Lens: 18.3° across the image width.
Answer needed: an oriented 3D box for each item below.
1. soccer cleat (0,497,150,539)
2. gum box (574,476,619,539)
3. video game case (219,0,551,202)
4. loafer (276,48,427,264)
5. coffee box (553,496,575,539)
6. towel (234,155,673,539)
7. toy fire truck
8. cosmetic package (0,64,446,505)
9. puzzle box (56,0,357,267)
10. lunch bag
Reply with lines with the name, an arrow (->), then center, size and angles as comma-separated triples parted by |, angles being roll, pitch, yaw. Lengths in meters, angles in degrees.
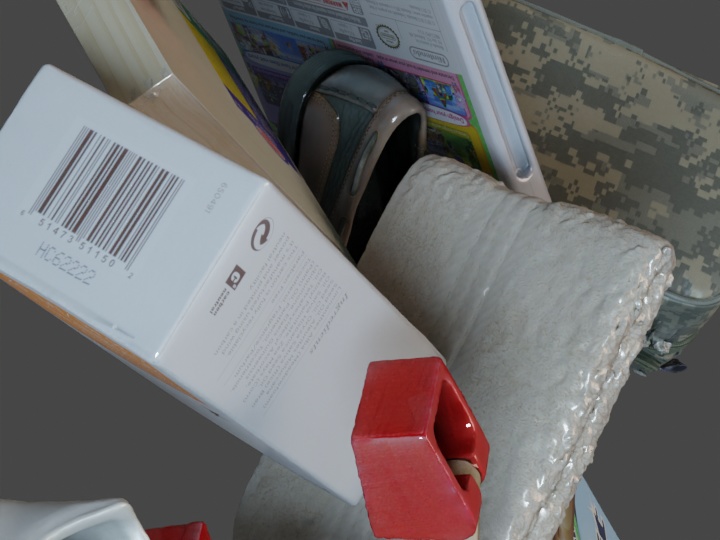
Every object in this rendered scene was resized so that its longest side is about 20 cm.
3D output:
soccer cleat -> -0.102, 0.137, 0.585 | 0.200, 0.085, 0.069 | -85, 157, -49
gum box -> 0.144, 0.227, 1.482 | 0.200, 0.045, 0.170 | 57, 25, -50
video game case -> 0.000, -0.100, 1.026 | 0.200, 0.022, 0.182 | 22, -38, 50
loafer -> 0.000, 0.000, 1.017 | 0.072, 0.063, 0.200 | -28, 129, -36
coffee box -> 0.065, 0.129, 1.204 | 0.200, 0.080, 0.114 | -79, 151, -58
towel -> 0.035, 0.059, 0.896 | 0.034, 0.132, 0.200 | 35, 80, -52
toy fire truck -> -0.011, 0.132, 0.790 | 0.049, 0.141, 0.200 | -77, 154, -58
cosmetic package -> -0.053, 0.011, 0.805 | 0.071, 0.101, 0.200 | -58, 153, -6
puzzle box -> -0.072, -0.076, 0.893 | 0.133, 0.025, 0.200 | 58, 5, 28
lunch bag -> 0.105, -0.030, 1.186 | 0.168, 0.200, 0.139 | 119, -8, -66
